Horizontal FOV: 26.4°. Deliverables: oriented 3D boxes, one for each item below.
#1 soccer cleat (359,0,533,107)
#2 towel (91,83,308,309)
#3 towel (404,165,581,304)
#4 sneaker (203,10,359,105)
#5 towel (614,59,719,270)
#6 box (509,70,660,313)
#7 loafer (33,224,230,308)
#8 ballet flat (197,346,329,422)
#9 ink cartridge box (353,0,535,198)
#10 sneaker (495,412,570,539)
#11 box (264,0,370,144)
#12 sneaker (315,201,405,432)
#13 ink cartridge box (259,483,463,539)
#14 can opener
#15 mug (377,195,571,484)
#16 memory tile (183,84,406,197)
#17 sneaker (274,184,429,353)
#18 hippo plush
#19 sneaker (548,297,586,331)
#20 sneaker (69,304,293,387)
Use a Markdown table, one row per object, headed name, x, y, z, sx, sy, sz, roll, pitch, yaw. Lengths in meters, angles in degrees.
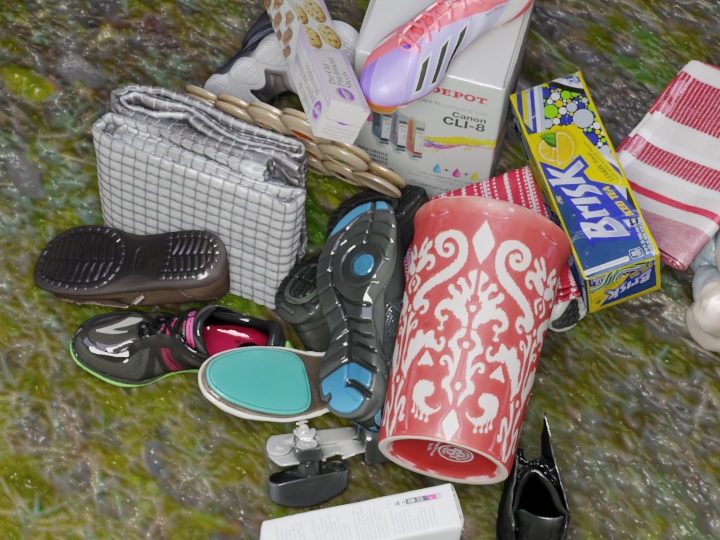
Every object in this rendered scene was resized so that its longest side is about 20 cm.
| name | x | y | z | sx | sy | sz | roll | pitch | yaw |
| --- | --- | --- | --- | --- | --- | --- | --- | --- | --- |
| soccer cleat | 0.076 | -0.213 | 1.304 | 0.199 | 0.077 | 0.067 | -37 | 68 | -21 |
| towel | -0.137 | -0.071 | 1.386 | 0.198 | 0.166 | 0.086 | 19 | 53 | 9 |
| towel | 0.115 | -0.020 | 1.394 | 0.198 | 0.022 | 0.146 | -17 | 58 | 20 |
| sneaker | -0.064 | -0.218 | 1.486 | 0.076 | 0.199 | 0.114 | 47 | 48 | -24 |
| towel | 0.294 | -0.100 | 1.370 | 0.200 | 0.023 | 0.144 | -49 | 44 | -12 |
| box | 0.193 | -0.069 | 1.325 | 0.069 | 0.064 | 0.202 | -19 | 59 | 1 |
| loafer | -0.204 | 0.009 | 1.383 | 0.198 | 0.071 | 0.074 | 3 | 58 | 24 |
| ballet flat | -0.049 | 0.102 | 1.325 | 0.198 | 0.070 | 0.070 | -4 | 57 | -23 |
| ink cartridge box | 0.074 | -0.179 | 1.442 | 0.144 | 0.201 | 0.146 | 15 | 58 | 7 |
| sneaker | 0.138 | 0.226 | 1.247 | 0.059 | 0.105 | 0.202 | 2 | 58 | -2 |
| box | -0.040 | -0.188 | 1.329 | 0.041 | 0.039 | 0.201 | 11 | 38 | -27 |
| sneaker | 0.007 | 0.040 | 1.301 | 0.073 | 0.082 | 0.202 | -8 | 63 | 29 |
| ink cartridge box | -0.027 | 0.240 | 1.175 | 0.198 | 0.197 | 0.044 | -8 | 56 | -9 |
| can opener | 0.013 | 0.154 | 1.322 | 0.198 | 0.067 | 0.053 | -9 | 23 | -12 |
| mug | 0.097 | 0.069 | 1.251 | 0.132 | 0.178 | 0.202 | 0 | 63 | 29 |
| memory tile | -0.061 | -0.117 | 1.397 | 0.199 | 0.153 | 0.017 | 18 | 80 | 47 |
| sneaker | 0.000 | 0.000 | 1.395 | 0.075 | 0.091 | 0.200 | 13 | 51 | 42 |
| hippo plush | 0.317 | -0.047 | 1.397 | 0.160 | 0.160 | 0.200 | 36 | 63 | 18 |
| sneaker | 0.189 | -0.028 | 1.438 | 0.080 | 0.076 | 0.201 | 9 | 52 | 15 |
| sneaker | -0.156 | 0.058 | 1.349 | 0.197 | 0.084 | 0.077 | 1 | 57 | -3 |
